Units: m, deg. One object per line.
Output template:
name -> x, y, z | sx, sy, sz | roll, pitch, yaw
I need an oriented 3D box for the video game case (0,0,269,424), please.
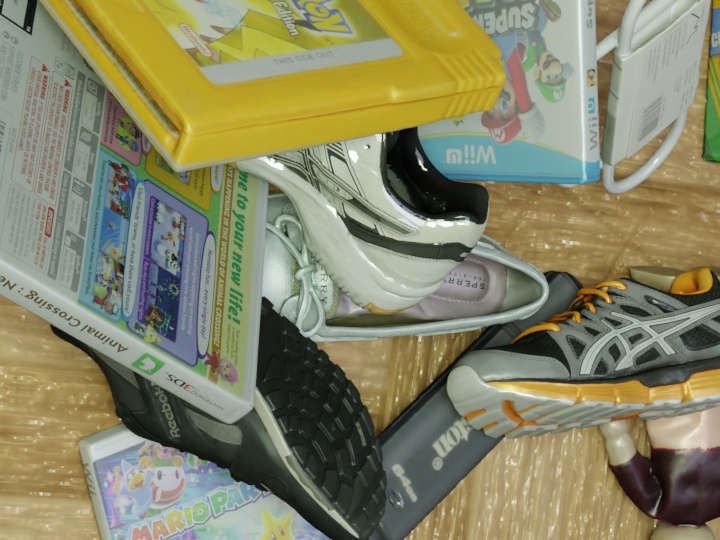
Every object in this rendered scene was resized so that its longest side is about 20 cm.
video game case -> -0.117, -0.049, 1.034 | 0.181, 0.022, 0.201 | 33, 40, -30

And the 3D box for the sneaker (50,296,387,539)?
sneaker -> -0.071, 0.061, 1.102 | 0.200, 0.087, 0.076 | 50, 34, -12

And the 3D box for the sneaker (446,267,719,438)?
sneaker -> 0.127, 0.043, 1.198 | 0.199, 0.078, 0.078 | -4, 78, -36

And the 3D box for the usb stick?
usb stick -> 0.059, 0.075, 1.209 | 0.200, 0.032, 0.056 | -42, 119, -27

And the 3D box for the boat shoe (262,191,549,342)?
boat shoe -> 0.001, 0.002, 1.153 | 0.200, 0.065, 0.075 | 7, 92, -28

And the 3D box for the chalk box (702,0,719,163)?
chalk box -> 0.285, -0.158, 1.280 | 0.123, 0.124, 0.202 | -2, 96, -32

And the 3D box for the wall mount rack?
wall mount rack -> 0.156, -0.139, 1.200 | 0.173, 0.075, 0.201 | -39, 156, -20

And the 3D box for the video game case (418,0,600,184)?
video game case -> 0.055, -0.147, 1.128 | 0.018, 0.142, 0.202 | -13, 103, -51

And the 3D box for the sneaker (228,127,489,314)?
sneaker -> -0.017, -0.075, 1.081 | 0.200, 0.088, 0.076 | 45, 37, -11

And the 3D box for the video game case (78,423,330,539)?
video game case -> -0.060, 0.160, 1.163 | 0.142, 0.018, 0.202 | -20, 105, -28

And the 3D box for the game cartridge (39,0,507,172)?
game cartridge -> -0.048, -0.127, 1.044 | 0.199, 0.177, 0.033 | -15, 142, -37

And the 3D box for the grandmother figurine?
grandmother figurine -> 0.194, 0.100, 1.296 | 0.120, 0.061, 0.202 | 2, 98, -4
